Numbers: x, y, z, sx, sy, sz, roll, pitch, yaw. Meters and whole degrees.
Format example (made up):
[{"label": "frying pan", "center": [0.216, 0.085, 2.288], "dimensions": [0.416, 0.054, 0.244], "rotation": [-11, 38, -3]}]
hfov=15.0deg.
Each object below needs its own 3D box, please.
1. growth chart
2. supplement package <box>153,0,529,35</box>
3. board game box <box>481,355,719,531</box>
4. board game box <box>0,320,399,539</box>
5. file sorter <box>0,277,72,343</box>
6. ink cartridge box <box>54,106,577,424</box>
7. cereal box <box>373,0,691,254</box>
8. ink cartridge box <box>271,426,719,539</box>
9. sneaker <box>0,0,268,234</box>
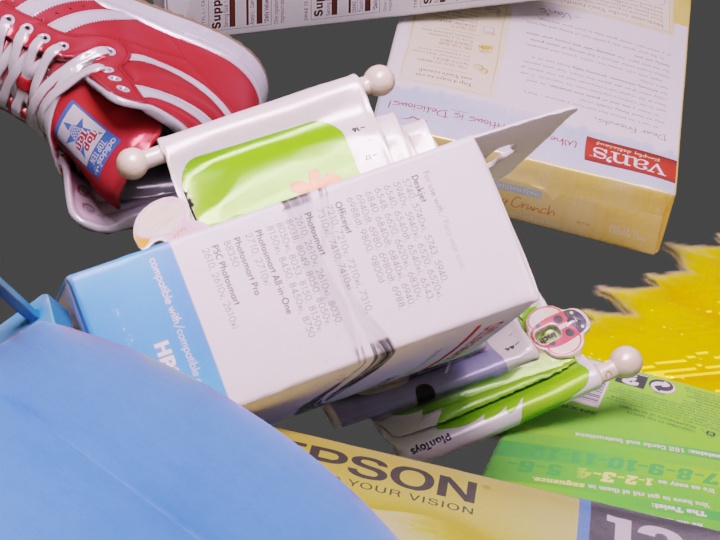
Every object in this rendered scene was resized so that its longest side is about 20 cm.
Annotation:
[{"label": "growth chart", "center": [0.000, 0.000, 1.113], "dimensions": [0.145, 0.018, 0.200], "rotation": [-27, 62, -20]}, {"label": "supplement package", "center": [-0.017, -0.227, 1.336], "dimensions": [0.200, 0.147, 0.191], "rotation": [-7, 35, -11]}, {"label": "board game box", "center": [0.093, 0.093, 1.057], "dimensions": [0.095, 0.030, 0.200], "rotation": [15, 26, 10]}, {"label": "board game box", "center": [-0.063, 0.088, 0.799], "dimensions": [0.158, 0.039, 0.200], "rotation": [36, 19, 6]}, {"label": "file sorter", "center": [-0.166, 0.082, 0.857], "dimensions": [0.123, 0.139, 0.200], "rotation": [44, 16, -39]}, {"label": "ink cartridge box", "center": [-0.011, 0.011, 1.017], "dimensions": [0.200, 0.116, 0.068], "rotation": [-20, 83, -15]}, {"label": "cereal box", "center": [0.084, -0.091, 1.320], "dimensions": [0.144, 0.040, 0.200], "rotation": [14, 35, 1]}, {"label": "ink cartridge box", "center": [0.045, 0.106, 0.929], "dimensions": [0.197, 0.047, 0.200], "rotation": [13, 26, 1]}, {"label": "sneaker", "center": [-0.142, -0.082, 1.192], "dimensions": [0.200, 0.071, 0.113], "rotation": [16, 31, -3]}]
